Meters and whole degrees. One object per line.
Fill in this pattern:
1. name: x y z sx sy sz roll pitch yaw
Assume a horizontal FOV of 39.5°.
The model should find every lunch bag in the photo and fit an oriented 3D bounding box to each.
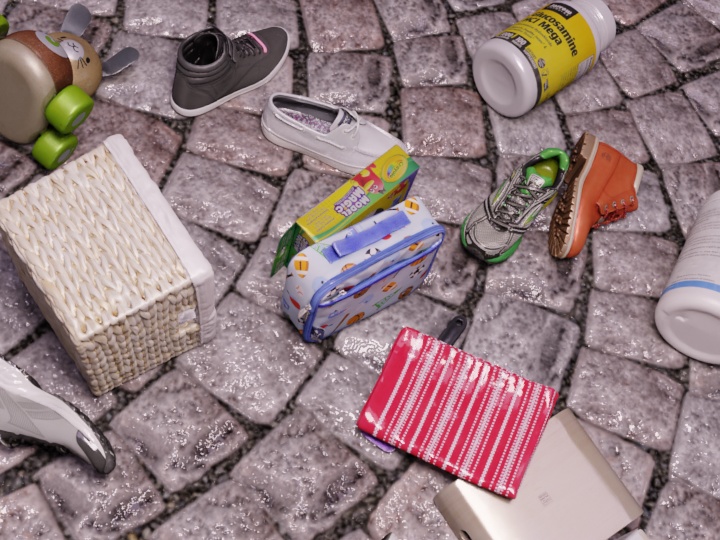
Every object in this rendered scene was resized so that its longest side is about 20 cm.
1. lunch bag: 0.000 0.000 1.166 0.199 0.160 0.076 -29 71 -24

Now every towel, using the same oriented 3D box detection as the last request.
1. towel: 0.110 0.157 1.145 0.199 0.023 0.145 23 63 14

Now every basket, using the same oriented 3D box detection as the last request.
1. basket: -0.271 0.004 1.092 0.160 0.198 0.200 -32 74 -20

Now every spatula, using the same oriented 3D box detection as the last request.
1. spatula: 0.070 0.125 1.195 0.056 0.021 0.200 32 60 14

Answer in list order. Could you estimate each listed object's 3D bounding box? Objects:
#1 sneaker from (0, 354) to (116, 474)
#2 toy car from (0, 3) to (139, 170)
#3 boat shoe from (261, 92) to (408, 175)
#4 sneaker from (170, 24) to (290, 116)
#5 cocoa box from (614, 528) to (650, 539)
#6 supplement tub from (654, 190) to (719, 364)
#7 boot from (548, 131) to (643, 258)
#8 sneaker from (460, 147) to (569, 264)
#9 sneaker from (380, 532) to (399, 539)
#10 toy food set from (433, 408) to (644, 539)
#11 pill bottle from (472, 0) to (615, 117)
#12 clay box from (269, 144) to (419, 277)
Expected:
1. sneaker: -0.346 0.164 1.069 0.199 0.074 0.080 30 71 11
2. toy car: -0.369 -0.257 1.240 0.164 0.158 0.200 42 50 -2
3. boat shoe: -0.030 -0.184 1.306 0.199 0.069 0.072 22 61 0
4. sneaker: -0.164 -0.286 1.314 0.200 0.099 0.071 -38 74 -27
5. cocoa box: 0.240 0.388 1.031 0.200 0.134 0.131 -32 74 -23
6. supplement tub: 0.467 0.006 1.275 0.132 0.132 0.200 31 63 5
7. boot: 0.316 -0.087 1.328 0.107 0.075 0.201 26 60 -3
8. sneaker: 0.199 -0.091 1.296 0.078 0.085 0.200 36 63 8
9. sneaker: 0.022 0.376 1.028 0.090 0.078 0.201 31 63 -3
10. toy food set: 0.203 0.266 1.137 0.199 0.060 0.144 -30 72 -15
11. pill bottle: 0.261 -0.307 1.404 0.200 0.113 0.113 -35 74 -25
12. clay box: -0.021 -0.058 1.217 0.048 0.115 0.200 44 64 11
